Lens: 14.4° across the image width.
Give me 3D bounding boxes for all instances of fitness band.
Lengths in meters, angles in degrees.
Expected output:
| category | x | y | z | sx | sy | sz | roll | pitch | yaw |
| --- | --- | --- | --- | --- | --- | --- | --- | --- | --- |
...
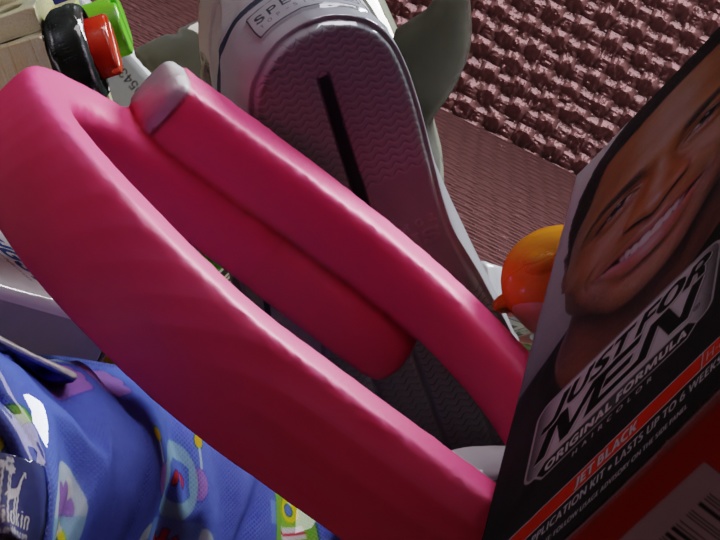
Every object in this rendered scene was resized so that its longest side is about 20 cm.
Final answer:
| category | x | y | z | sx | sy | sz | roll | pitch | yaw |
| --- | --- | --- | --- | --- | --- | --- | --- | --- | --- |
| fitness band | -0.009 | 0.016 | 0.699 | 0.200 | 0.037 | 0.144 | 36 | 14 | -26 |

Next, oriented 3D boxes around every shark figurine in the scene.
| category | x | y | z | sx | sy | sz | roll | pitch | yaw |
| --- | --- | --- | --- | --- | --- | --- | --- | --- | --- |
| shark figurine | -0.038 | -0.081 | 0.893 | 0.089 | 0.128 | 0.215 | -14 | 55 | -24 |

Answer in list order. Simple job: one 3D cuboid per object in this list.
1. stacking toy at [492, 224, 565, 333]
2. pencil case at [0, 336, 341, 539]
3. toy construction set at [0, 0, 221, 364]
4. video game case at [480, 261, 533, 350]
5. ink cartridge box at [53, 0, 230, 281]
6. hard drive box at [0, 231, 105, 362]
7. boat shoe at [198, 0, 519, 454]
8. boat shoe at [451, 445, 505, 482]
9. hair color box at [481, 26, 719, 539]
| category | x | y | z | sx | sy | sz | roll | pitch | yaw |
| --- | --- | --- | --- | --- | --- | --- | --- | --- | --- |
| stacking toy | 0.098 | 0.021 | 0.845 | 0.116 | 0.110 | 0.200 | -16 | -20 | 26 |
| pencil case | -0.064 | 0.055 | 0.661 | 0.078 | 0.087 | 0.200 | 19 | 3 | 23 |
| toy construction set | -0.091 | -0.032 | 0.850 | 0.200 | 0.092 | 0.131 | 57 | 7 | -14 |
| video game case | 0.061 | 0.043 | 1.083 | 0.143 | 0.018 | 0.200 | -18 | -26 | 41 |
| ink cartridge box | -0.128 | -0.070 | 1.043 | 0.196 | 0.043 | 0.200 | 48 | -15 | -26 |
| hard drive box | -0.187 | -0.008 | 0.711 | 0.200 | 0.077 | 0.156 | 18 | 12 | -45 |
| boat shoe | 0.000 | 0.000 | 0.822 | 0.073 | 0.201 | 0.067 | -19 | 32 | -14 |
| boat shoe | 0.077 | 0.110 | 0.839 | 0.200 | 0.072 | 0.068 | 27 | 5 | -41 |
| hair color box | 0.089 | 0.013 | 0.665 | 0.061 | 0.102 | 0.200 | 37 | 31 | -10 |
